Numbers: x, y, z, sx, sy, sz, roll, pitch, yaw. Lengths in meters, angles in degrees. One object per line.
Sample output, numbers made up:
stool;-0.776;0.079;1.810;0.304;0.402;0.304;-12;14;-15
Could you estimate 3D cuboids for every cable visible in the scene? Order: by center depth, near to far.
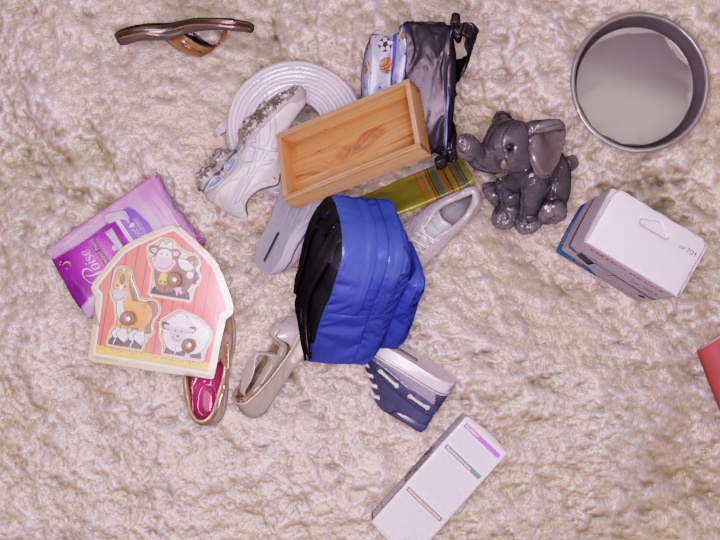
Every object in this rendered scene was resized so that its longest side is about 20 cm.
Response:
cable;-0.092;-0.200;1.618;0.199;0.069;0.201;34;88;1

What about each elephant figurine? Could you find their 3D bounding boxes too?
elephant figurine;0.216;-0.158;1.550;0.140;0.156;0.201;-13;131;14

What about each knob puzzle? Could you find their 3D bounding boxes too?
knob puzzle;-0.270;0.037;1.557;0.218;0.030;0.222;0;89;-1

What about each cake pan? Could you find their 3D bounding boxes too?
cake pan;0.396;-0.266;1.636;0.198;0.037;0.202;0;88;0

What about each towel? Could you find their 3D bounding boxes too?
towel;0.059;-0.106;1.608;0.199;0.086;0.018;-22;119;0

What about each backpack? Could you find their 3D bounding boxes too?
backpack;0.000;0.000;1.515;0.166;0.163;0.201;0;128;-19
backpack;0.073;-0.243;1.560;0.153;0.190;0.202;9;94;6

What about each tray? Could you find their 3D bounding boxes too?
tray;-0.011;-0.160;1.463;0.199;0.037;0.099;-19;64;23

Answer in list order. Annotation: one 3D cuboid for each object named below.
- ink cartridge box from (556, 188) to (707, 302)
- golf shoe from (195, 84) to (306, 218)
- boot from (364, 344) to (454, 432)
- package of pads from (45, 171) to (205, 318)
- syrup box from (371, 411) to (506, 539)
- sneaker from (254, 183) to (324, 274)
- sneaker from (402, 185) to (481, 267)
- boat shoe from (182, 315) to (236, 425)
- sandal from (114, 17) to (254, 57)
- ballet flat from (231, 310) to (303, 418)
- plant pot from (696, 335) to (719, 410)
ink cartridge box;0.361;-0.031;1.546;0.146;0.200;0.086;31;88;1
golf shoe;-0.130;-0.161;1.557;0.097;0.078;0.200;43;93;-18
boot;0.028;0.142;1.609;0.199;0.073;0.091;33;107;12
package of pads;-0.330;-0.034;1.609;0.199;0.076;0.121;-35;86;-1
syrup box;0.108;0.298;1.595;0.081;0.079;0.200;43;88;2
sneaker;-0.079;-0.079;1.578;0.073;0.071;0.200;49;125;19
sneaker;0.091;-0.052;1.609;0.200;0.080;0.070;-45;90;0
boat shoe;-0.214;0.119;1.606;0.073;0.069;0.202;-1;88;0
sandal;-0.248;-0.328;1.621;0.198;0.082;0.055;-7;105;-2
ballet flat;-0.114;0.115;1.602;0.069;0.069;0.201;33;88;1
plant pot;0.566;0.147;1.555;0.200;0.200;0.178;-30;77;-1
